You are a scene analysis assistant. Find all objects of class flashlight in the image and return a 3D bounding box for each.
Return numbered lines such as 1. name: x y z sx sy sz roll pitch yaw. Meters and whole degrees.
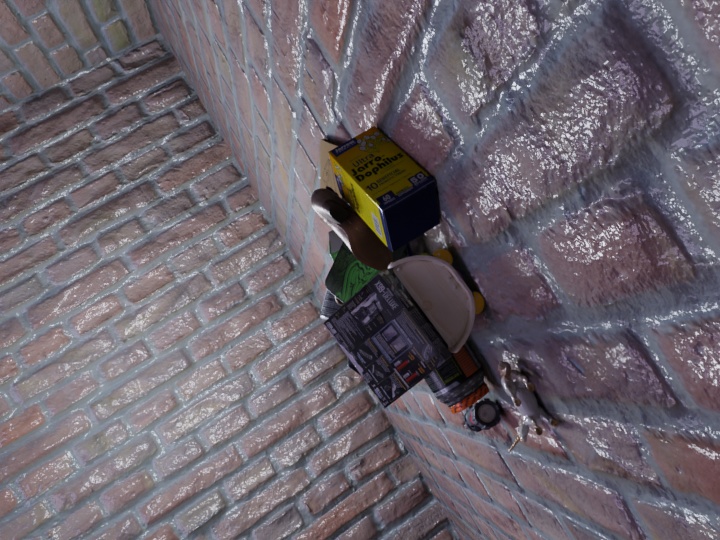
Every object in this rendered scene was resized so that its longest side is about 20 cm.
1. flashlight: 0.283 0.349 1.429 0.067 0.068 0.200 25 161 11

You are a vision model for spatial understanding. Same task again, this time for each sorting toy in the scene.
1. sorting toy: 0.147 0.038 1.176 0.201 0.106 0.180 53 180 -2

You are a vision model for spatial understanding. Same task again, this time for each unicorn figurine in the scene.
1. unicorn figurine: 0.303 0.253 1.114 0.137 0.073 0.203 -144 38 -85

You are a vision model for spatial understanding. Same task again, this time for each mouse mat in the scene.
1. mouse mat: 0.010 -0.017 1.244 0.007 0.202 0.160 8 -159 -49

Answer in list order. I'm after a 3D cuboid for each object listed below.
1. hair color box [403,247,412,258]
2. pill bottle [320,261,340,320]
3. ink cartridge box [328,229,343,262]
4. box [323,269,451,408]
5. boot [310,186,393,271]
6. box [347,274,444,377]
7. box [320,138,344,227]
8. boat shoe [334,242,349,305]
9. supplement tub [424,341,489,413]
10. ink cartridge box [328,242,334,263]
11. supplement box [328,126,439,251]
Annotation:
1. hair color box: 0.035 -0.110 1.348 0.202 0.064 0.109 63 167 -23
2. pill bottle: -0.034 0.041 1.603 0.105 0.203 0.106 14 172 2
3. ink cartridge box: 0.000 0.000 1.458 0.147 0.082 0.202 -101 -14 -66
4. box: 0.047 0.126 1.122 0.201 0.158 0.050 52 -157 10
5. boot: -0.020 -0.088 1.215 0.200 0.070 0.146 48 180 -20
6. box: 0.065 0.108 1.260 0.104 0.182 0.201 38 -158 -24
7. box: -0.065 -0.202 1.441 0.163 0.021 0.203 -140 47 -62
8. boat shoe: -0.017 -0.013 1.322 0.073 0.066 0.203 16 118 20
9. supplement tub: 0.186 0.199 1.317 0.202 0.121 0.123 59 169 8
10. ink cartridge box: -0.026 -0.012 1.773 0.200 0.050 0.111 36 -143 -67
11. supplement box: 0.041 -0.151 1.098 0.200 0.108 0.110 50 165 39
